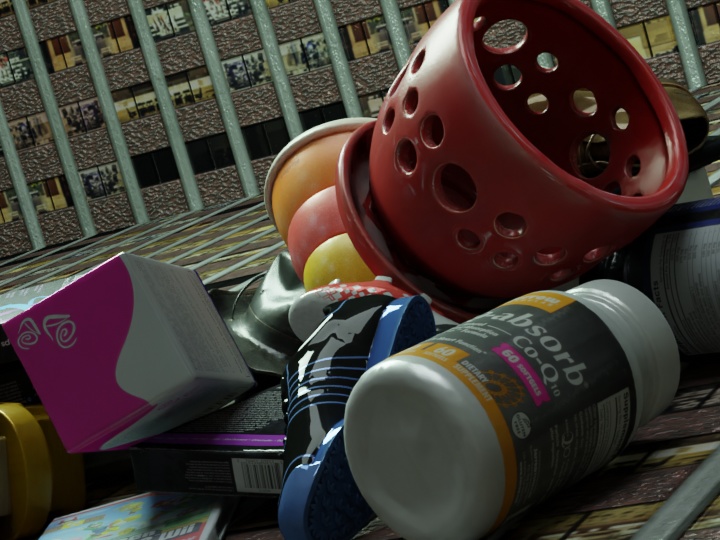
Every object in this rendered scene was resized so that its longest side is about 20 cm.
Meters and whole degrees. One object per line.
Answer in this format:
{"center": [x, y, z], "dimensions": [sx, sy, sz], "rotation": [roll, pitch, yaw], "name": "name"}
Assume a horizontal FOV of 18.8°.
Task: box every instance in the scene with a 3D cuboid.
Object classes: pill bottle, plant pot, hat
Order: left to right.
{"center": [-0.034, 0.032, 1.713], "dimensions": [0.200, 0.081, 0.201], "rotation": [21, 16, -7], "name": "hat"}
{"center": [0.098, -0.071, 1.495], "dimensions": [0.200, 0.201, 0.183], "rotation": [-25, -17, -49], "name": "plant pot"}
{"center": [0.094, 0.078, 1.278], "dimensions": [0.116, 0.117, 0.200], "rotation": [-9, 11, 46], "name": "pill bottle"}
{"center": [0.252, 0.004, 1.487], "dimensions": [0.199, 0.112, 0.112], "rotation": [-9, 10, 45], "name": "pill bottle"}

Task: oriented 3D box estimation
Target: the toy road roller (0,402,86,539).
{"center": [-0.295, 0.150, 1.618], "dimensions": [0.146, 0.124, 0.200], "rotation": [-6, 2, -42], "name": "toy road roller"}

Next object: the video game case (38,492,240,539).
{"center": [-0.157, 0.181, 1.446], "dimensions": [0.142, 0.018, 0.200], "rotation": [-16, 7, 6], "name": "video game case"}

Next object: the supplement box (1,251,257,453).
{"center": [-0.155, 0.060, 1.504], "dimensions": [0.101, 0.104, 0.200], "rotation": [-30, -7, 6], "name": "supplement box"}

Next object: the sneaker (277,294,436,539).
{"center": [-0.019, 0.094, 1.360], "dimensions": [0.078, 0.070, 0.200], "rotation": [-3, 41, 32], "name": "sneaker"}

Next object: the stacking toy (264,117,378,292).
{"center": [0.000, 0.000, 1.591], "dimensions": [0.145, 0.146, 0.201], "rotation": [-15, 43, 14], "name": "stacking toy"}

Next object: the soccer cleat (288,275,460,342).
{"center": [0.039, 0.063, 1.442], "dimensions": [0.199, 0.069, 0.085], "rotation": [18, 42, 12], "name": "soccer cleat"}

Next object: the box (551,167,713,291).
{"center": [0.169, 0.002, 1.702], "dimensions": [0.199, 0.107, 0.152], "rotation": [-12, 8, 32], "name": "box"}

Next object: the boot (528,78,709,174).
{"center": [0.167, -0.101, 1.642], "dimensions": [0.199, 0.074, 0.075], "rotation": [-12, 21, -5], "name": "boot"}

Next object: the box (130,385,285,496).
{"center": [-0.040, 0.111, 1.499], "dimensions": [0.143, 0.036, 0.200], "rotation": [-2, 12, 37], "name": "box"}

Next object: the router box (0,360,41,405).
{"center": [-0.253, 0.090, 1.726], "dimensions": [0.199, 0.062, 0.150], "rotation": [-18, 10, 13], "name": "router box"}

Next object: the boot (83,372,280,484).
{"center": [-0.156, 0.121, 1.746], "dimensions": [0.199, 0.073, 0.182], "rotation": [-21, 3, 23], "name": "boot"}

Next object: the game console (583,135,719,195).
{"center": [0.169, -0.064, 1.696], "dimensions": [0.200, 0.031, 0.177], "rotation": [-23, 15, -37], "name": "game console"}

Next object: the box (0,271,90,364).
{"center": [-0.261, 0.039, 1.679], "dimensions": [0.199, 0.036, 0.143], "rotation": [-13, 10, -2], "name": "box"}
